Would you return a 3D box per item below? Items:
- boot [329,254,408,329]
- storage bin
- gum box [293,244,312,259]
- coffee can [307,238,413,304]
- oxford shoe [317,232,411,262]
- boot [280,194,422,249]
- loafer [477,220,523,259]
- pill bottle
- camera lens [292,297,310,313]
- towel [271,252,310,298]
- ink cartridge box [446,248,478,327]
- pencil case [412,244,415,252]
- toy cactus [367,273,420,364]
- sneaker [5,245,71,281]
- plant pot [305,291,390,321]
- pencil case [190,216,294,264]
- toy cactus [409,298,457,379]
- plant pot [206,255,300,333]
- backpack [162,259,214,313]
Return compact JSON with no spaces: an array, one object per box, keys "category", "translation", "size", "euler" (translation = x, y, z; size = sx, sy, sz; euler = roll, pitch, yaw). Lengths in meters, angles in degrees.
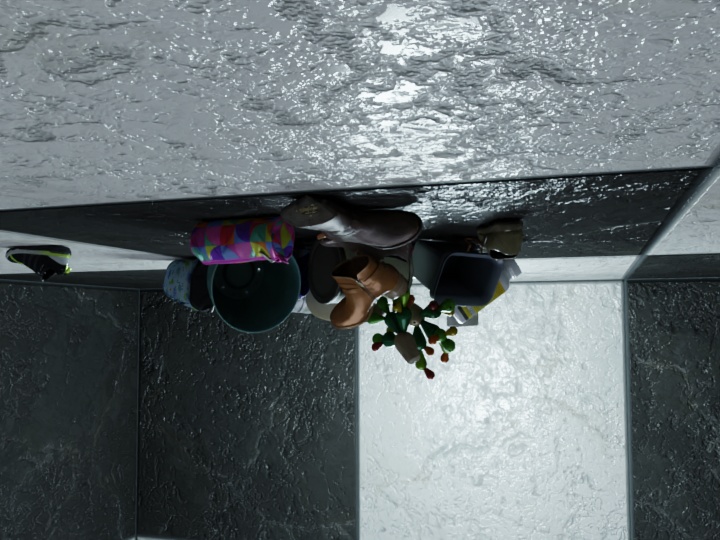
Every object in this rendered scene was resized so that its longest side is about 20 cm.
[{"category":"boot","translation":[-0.016,0.038,1.508],"size":[0.198,0.075,0.154],"euler":[-34,146,20]},{"category":"storage bin","translation":[0.212,-0.014,1.736],"size":[0.197,0.149,0.134],"euler":[2,-157,-39]},{"category":"gum box","translation":[-0.140,-0.033,1.940],"size":[0.166,0.046,0.199],"euler":[2,175,-26]},{"category":"coffee can","translation":[0.000,0.000,1.671],"size":[0.196,0.151,0.145],"euler":[2,176,-34]},{"category":"oxford shoe","translation":[0.011,-0.049,1.494],"size":[0.195,0.075,0.071],"euler":[1,176,-10]},{"category":"boot","translation":[-0.011,-0.081,1.191],"size":[0.182,0.066,0.200],"euler":[-4,170,19]},{"category":"loafer","translation":[0.271,-0.055,1.476],"size":[0.074,0.069,0.200],"euler":[0,176,2]},{"category":"pill bottle","translation":[0.297,0.030,1.865],"size":[0.198,0.114,0.112],"euler":[-36,172,5]},{"category":"camera lens","translation":[-0.116,0.047,2.252],"size":[0.195,0.165,0.159],"euler":[2,176,-22]},{"category":"towel","translation":[-0.172,0.024,1.763],"size":[0.198,0.050,0.149],"euler":[-24,-155,44]},{"category":"ink cartridge box","translation":[0.275,0.050,2.017],"size":[0.082,0.206,0.145],"euler":[-1,177,11]},{"category":"pencil case","translation":[0.082,-0.019,1.898],"size":[0.197,0.089,0.082],"euler":[-6,-167,45]},{"category":"toy cactus","translation":[0.072,0.121,1.596],"size":[0.101,0.167,0.201],"euler":[-5,143,-39]},{"category":"sneaker","translation":[-0.804,-0.016,1.869],"size":[0.195,0.085,0.071],"euler":[-2,176,23]},{"category":"plant pot","translation":[-0.049,0.052,1.837],"size":[0.184,0.192,0.199],"euler":[2,164,-34]},{"category":"pencil case","translation":[-0.215,-0.053,1.373],"size":[0.196,0.091,0.088],"euler":[-1,176,27]},{"category":"toy cactus","translation":[0.137,0.128,1.641],"size":[0.101,0.203,0.165],"euler":[-26,-126,-34]},{"category":"plant pot","translation":[-0.247,0.018,1.648],"size":[0.196,0.206,0.160],"euler":[1,-171,-24]},{"category":"backpack","translation":[-0.507,0.036,2.256],"size":[0.150,0.168,0.199],"euler":[11,179,-23]}]
